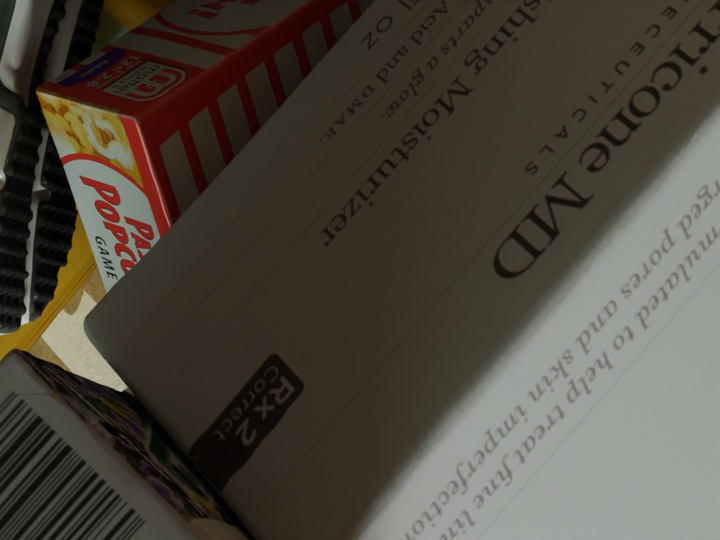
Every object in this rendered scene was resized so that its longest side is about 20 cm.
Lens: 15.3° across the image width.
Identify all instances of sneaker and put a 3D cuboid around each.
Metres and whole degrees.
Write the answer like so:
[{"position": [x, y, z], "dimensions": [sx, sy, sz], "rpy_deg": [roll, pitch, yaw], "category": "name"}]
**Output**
[{"position": [-0.111, -0.087, 0.752], "dimensions": [0.080, 0.201, 0.074], "rpy_deg": [12, 174, 18], "category": "sneaker"}]

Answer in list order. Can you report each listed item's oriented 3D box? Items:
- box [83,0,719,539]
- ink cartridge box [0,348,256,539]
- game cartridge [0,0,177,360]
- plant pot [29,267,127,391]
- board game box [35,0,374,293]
[{"position": [0.074, 0.017, 0.706], "dimensions": [0.200, 0.199, 0.131], "rpy_deg": [40, -178, -43], "category": "box"}, {"position": [-0.037, 0.084, 0.686], "dimensions": [0.109, 0.050, 0.200], "rpy_deg": [43, -179, 15], "category": "ink cartridge box"}, {"position": [-0.134, -0.073, 0.801], "dimensions": [0.176, 0.200, 0.032], "rpy_deg": [39, -176, 0], "category": "game cartridge"}, {"position": [-0.115, -0.083, 0.892], "dimensions": [0.200, 0.187, 0.186], "rpy_deg": [47, 163, -15], "category": "plant pot"}, {"position": [0.000, 0.000, 0.793], "dimensions": [0.046, 0.151, 0.201], "rpy_deg": [17, 134, 43], "category": "board game box"}]
